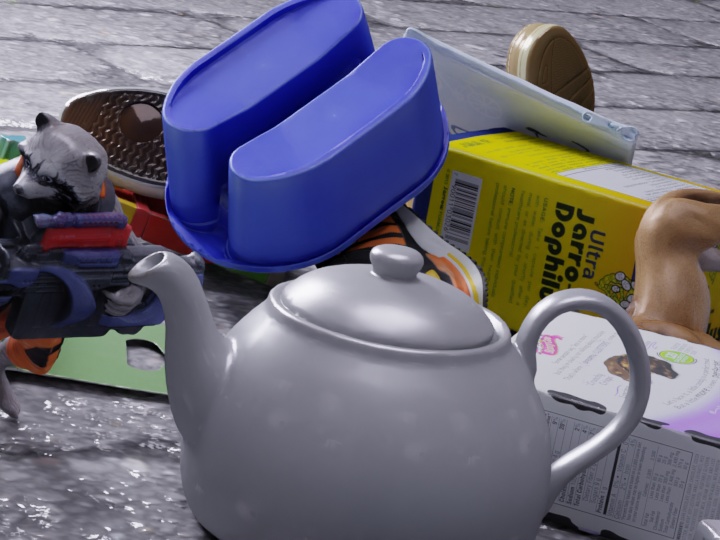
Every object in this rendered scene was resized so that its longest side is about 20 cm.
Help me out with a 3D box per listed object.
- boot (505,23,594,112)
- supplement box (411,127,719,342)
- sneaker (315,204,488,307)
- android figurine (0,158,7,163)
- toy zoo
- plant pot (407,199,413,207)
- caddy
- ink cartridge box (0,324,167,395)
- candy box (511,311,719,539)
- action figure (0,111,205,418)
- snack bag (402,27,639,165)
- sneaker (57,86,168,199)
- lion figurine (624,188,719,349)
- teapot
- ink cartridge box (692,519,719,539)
[{"bbox_3d":[0.104,-0.124,1.954,0.073,0.201,0.155,-41,51,-21],"label":"boot"},{"bbox_3d":[0.141,-0.015,1.731,0.199,0.110,0.109,18,16,31],"label":"supplement box"},{"bbox_3d":[0.000,0.000,1.650,0.090,0.070,0.200,-2,18,-28],"label":"sneaker"},{"bbox_3d":[-0.287,-0.052,1.697,0.181,0.041,0.200,13,12,6],"label":"android figurine"},{"bbox_3d":[-0.149,-0.047,1.737,0.199,0.021,0.131,20,12,-14],"label":"toy zoo"},{"bbox_3d":[0.010,-0.050,1.937,0.199,0.028,0.200,11,14,-3],"label":"plant pot"},{"bbox_3d":[-0.035,-0.082,1.656,0.200,0.105,0.141,-37,55,-24],"label":"caddy"},{"bbox_3d":[-0.192,0.020,1.482,0.199,0.048,0.146,6,14,-8],"label":"ink cartridge box"},{"bbox_3d":[0.166,0.092,1.410,0.199,0.072,0.168,15,16,17],"label":"candy box"},{"bbox_3d":[-0.190,0.000,1.261,0.199,0.194,0.105,6,43,-43],"label":"action figure"},{"bbox_3d":[0.108,-0.092,1.846,0.188,0.021,0.200,26,-22,14],"label":"snack bag"},{"bbox_3d":[-0.107,-0.065,1.735,0.199,0.073,0.085,12,-24,-8],"label":"sneaker"},{"bbox_3d":[0.191,0.017,1.580,0.122,0.073,0.201,20,54,-16],"label":"lion figurine"},{"bbox_3d":[0.012,0.060,1.273,0.197,0.147,0.200,19,16,29],"label":"teapot"},{"bbox_3d":[0.278,0.171,1.244,0.199,0.057,0.163,-1,17,-22],"label":"ink cartridge box"}]
